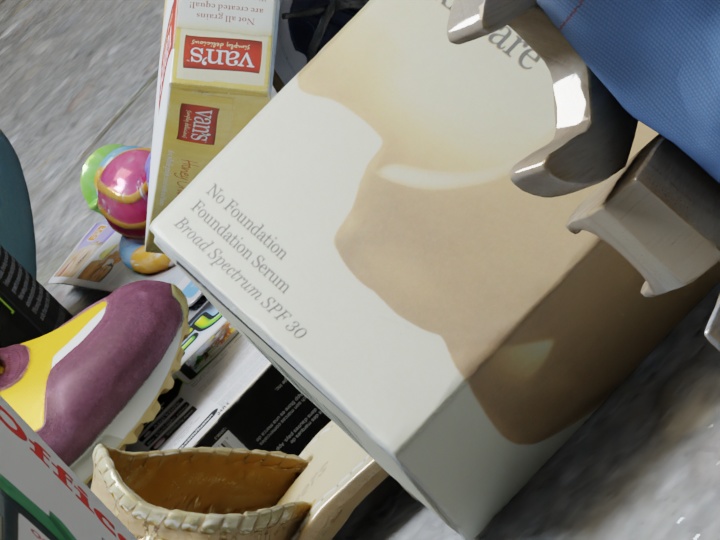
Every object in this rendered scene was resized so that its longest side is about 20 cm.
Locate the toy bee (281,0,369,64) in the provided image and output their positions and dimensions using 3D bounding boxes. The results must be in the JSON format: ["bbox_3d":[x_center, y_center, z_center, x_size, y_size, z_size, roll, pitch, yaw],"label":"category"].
[{"bbox_3d":[0.026,-0.164,0.900,0.200,0.131,0.109,-30,39,-21],"label":"toy bee"}]

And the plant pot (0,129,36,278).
[{"bbox_3d":[-0.223,0.035,1.063,0.200,0.200,0.135,-38,52,21],"label":"plant pot"}]

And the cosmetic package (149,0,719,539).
[{"bbox_3d":[0.054,-0.040,0.663,0.200,0.071,0.105,-47,60,-6],"label":"cosmetic package"}]

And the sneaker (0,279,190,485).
[{"bbox_3d":[-0.146,0.057,0.807,0.200,0.090,0.075,-42,10,-2],"label":"sneaker"}]

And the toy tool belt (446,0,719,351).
[{"bbox_3d":[0.084,-0.046,0.476,0.125,0.200,0.123,-51,6,47],"label":"toy tool belt"}]

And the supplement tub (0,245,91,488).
[{"bbox_3d":[-0.177,0.028,0.896,0.122,0.200,0.123,-39,17,14],"label":"supplement tub"}]

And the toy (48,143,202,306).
[{"bbox_3d":[-0.084,-0.043,1.116,0.115,0.047,0.200,-50,17,-14],"label":"toy"}]

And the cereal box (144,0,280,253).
[{"bbox_3d":[-0.047,-0.121,0.897,0.144,0.039,0.201,108,168,-66],"label":"cereal box"}]

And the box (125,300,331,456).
[{"bbox_3d":[0.000,0.000,0.836,0.200,0.035,0.110,-46,17,-6],"label":"box"}]

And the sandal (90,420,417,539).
[{"bbox_3d":[-0.043,0.066,0.718,0.212,0.070,0.078,-43,17,5],"label":"sandal"}]

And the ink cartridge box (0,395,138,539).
[{"bbox_3d":[-0.072,0.116,0.531,0.084,0.146,0.200,-40,17,4],"label":"ink cartridge box"}]

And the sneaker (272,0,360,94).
[{"bbox_3d":[0.029,-0.118,0.993,0.108,0.070,0.200,-39,14,24],"label":"sneaker"}]
